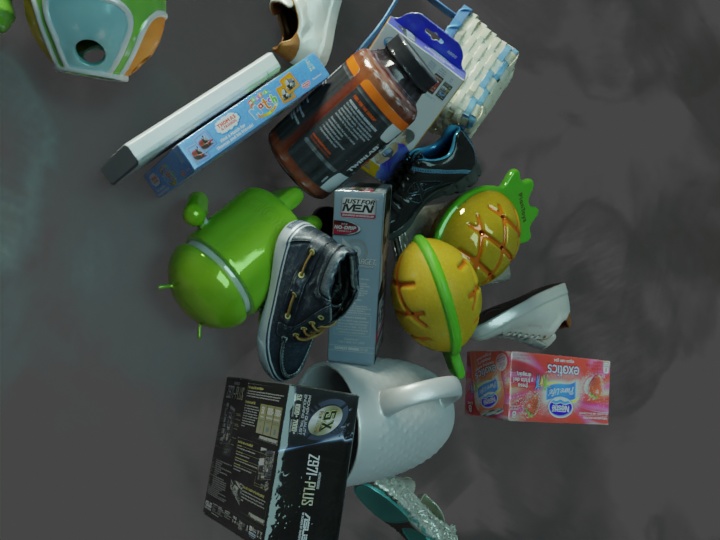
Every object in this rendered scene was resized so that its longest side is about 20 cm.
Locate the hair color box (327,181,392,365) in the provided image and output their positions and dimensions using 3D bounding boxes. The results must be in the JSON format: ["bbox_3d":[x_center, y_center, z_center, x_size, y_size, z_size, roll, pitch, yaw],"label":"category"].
[{"bbox_3d":[0.000,0.000,0.918,0.060,0.099,0.203,4,102,6],"label":"hair color box"}]

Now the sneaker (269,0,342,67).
[{"bbox_3d":[-0.068,-0.364,0.985,0.084,0.072,0.203,13,81,-31],"label":"sneaker"}]

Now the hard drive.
[{"bbox_3d":[-0.192,-0.170,0.862,0.200,0.131,0.027,-41,105,-26],"label":"hard drive"}]

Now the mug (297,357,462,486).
[{"bbox_3d":[0.039,0.171,0.932,0.174,0.200,0.149,0,65,-37],"label":"mug"}]

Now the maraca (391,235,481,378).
[{"bbox_3d":[0.096,0.046,0.944,0.106,0.138,0.201,-17,132,-1],"label":"maraca"}]

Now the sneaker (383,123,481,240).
[{"bbox_3d":[0.060,-0.112,0.983,0.199,0.073,0.082,-36,135,-8],"label":"sneaker"}]

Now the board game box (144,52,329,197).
[{"bbox_3d":[-0.144,-0.165,0.879,0.200,0.151,0.037,-43,104,-26],"label":"board game box"}]

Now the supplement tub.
[{"bbox_3d":[-0.007,-0.184,0.901,0.199,0.107,0.107,-39,109,16],"label":"supplement tub"}]

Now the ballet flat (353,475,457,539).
[{"bbox_3d":[0.063,0.317,1.016,0.200,0.071,0.072,50,64,-23],"label":"ballet flat"}]

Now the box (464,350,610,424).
[{"bbox_3d":[0.259,0.171,1.116,0.198,0.102,0.096,9,82,-31],"label":"box"}]

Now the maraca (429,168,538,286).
[{"bbox_3d":[0.170,-0.054,1.037,0.199,0.107,0.138,-34,127,-24],"label":"maraca"}]

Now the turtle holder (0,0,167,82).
[{"bbox_3d":[-0.298,-0.276,0.808,0.184,0.140,0.134,1,102,-39],"label":"turtle holder"}]

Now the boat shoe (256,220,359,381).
[{"bbox_3d":[-0.058,0.052,0.856,0.070,0.090,0.203,-19,127,-46],"label":"boat shoe"}]

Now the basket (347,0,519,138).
[{"bbox_3d":[0.098,-0.277,1.045,0.199,0.139,0.177,36,79,2],"label":"basket"}]

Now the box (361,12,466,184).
[{"bbox_3d":[0.041,-0.219,0.964,0.118,0.201,0.042,33,33,-9],"label":"box"}]

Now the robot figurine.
[{"bbox_3d":[-0.139,-0.016,0.890,0.200,0.115,0.176,-45,115,-25],"label":"robot figurine"}]

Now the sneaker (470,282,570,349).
[{"bbox_3d":[0.242,0.083,1.119,0.198,0.073,0.086,-17,92,-32],"label":"sneaker"}]

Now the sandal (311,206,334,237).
[{"bbox_3d":[-0.014,0.012,1.001,0.074,0.045,0.203,-16,94,-29],"label":"sandal"}]

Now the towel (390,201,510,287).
[{"bbox_3d":[0.130,-0.032,1.097,0.198,0.034,0.134,-12,93,-31],"label":"towel"}]

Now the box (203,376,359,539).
[{"bbox_3d":[-0.093,0.208,0.849,0.085,0.199,0.166,14,78,-27],"label":"box"}]
